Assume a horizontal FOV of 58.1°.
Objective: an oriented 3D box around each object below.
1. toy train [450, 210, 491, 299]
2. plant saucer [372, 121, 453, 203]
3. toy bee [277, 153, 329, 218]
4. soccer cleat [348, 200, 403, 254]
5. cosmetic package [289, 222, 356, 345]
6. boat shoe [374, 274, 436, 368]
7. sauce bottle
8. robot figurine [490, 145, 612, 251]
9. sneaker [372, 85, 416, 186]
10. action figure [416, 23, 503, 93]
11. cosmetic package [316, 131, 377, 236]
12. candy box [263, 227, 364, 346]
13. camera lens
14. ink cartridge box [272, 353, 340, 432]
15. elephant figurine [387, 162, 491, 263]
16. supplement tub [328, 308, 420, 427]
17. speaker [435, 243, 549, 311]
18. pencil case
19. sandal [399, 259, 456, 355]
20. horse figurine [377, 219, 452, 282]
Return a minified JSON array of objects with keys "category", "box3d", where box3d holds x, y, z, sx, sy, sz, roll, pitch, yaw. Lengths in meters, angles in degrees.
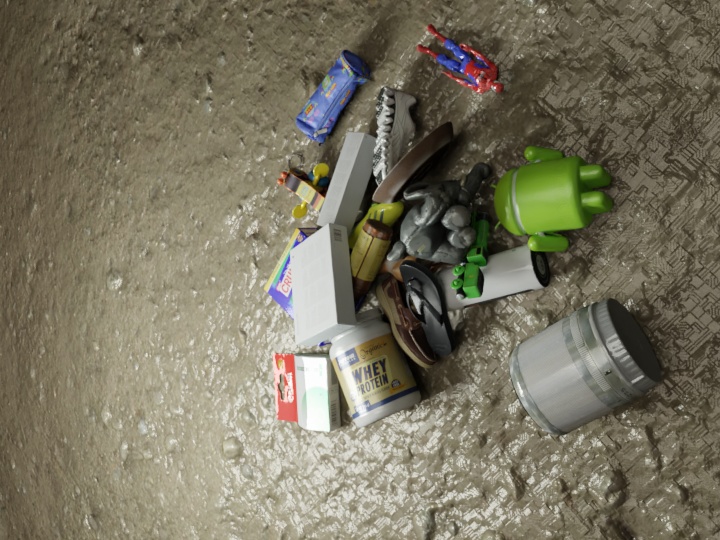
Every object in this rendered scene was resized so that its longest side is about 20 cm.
[{"category":"toy train","box3d":[0.199,-0.032,1.150,0.055,0.042,0.203,-10,45,28]},{"category":"plant saucer","box3d":[0.104,-0.189,1.189,0.032,0.200,0.200,45,118,5]},{"category":"toy bee","box3d":[-0.127,-0.177,1.407,0.197,0.108,0.134,21,106,33]},{"category":"soccer cleat","box3d":[0.023,-0.078,1.317,0.199,0.064,0.085,-30,62,44]},{"category":"cosmetic package","box3d":[-0.078,0.031,1.278,0.150,0.051,0.204,-27,61,46]},{"category":"boat shoe","box3d":[0.101,0.094,1.277,0.072,0.071,0.202,-41,62,28]},{"category":"sauce bottle","box3d":[0.000,0.000,1.270,0.066,0.065,0.203,37,113,28]},{"category":"robot figurine","box3d":[0.312,-0.123,1.080,0.197,0.115,0.180,-7,81,34]},{"category":"sneaker","box3d":[0.069,-0.256,1.260,0.075,0.079,0.205,158,118,-74]},{"category":"action figure","box3d":[0.189,-0.385,1.205,0.199,0.051,0.066,42,111,25]},{"category":"cosmetic package","box3d":[-0.023,-0.178,1.327,0.082,0.050,0.204,26,97,63]},{"category":"candy box","box3d":[-0.095,0.031,1.410,0.200,0.076,0.171,42,113,28]},{"category":"camera lens","box3d":[0.351,0.157,1.039,0.199,0.159,0.162,-37,71,31]},{"category":"ink cartridge box","box3d":[-0.136,0.272,1.471,0.197,0.050,0.165,-3,90,34]},{"category":"elephant figurine","box3d":[0.145,-0.108,1.157,0.152,0.202,0.144,15,126,-2]},{"category":"supplement tub","box3d":[0.022,0.192,1.291,0.143,0.143,0.203,-31,74,32]},{"category":"speaker","box3d":[0.233,0.014,1.168,0.197,0.081,0.083,-18,82,35]},{"category":"pencil case","box3d":[-0.060,-0.361,1.365,0.201,0.077,0.088,-50,36,27]},{"category":"sandal","box3d":[0.124,0.074,1.190,0.075,0.043,0.203,-4,116,49]},{"category":"horse figurine","box3d":[0.085,-0.026,1.262,0.199,0.050,0.134,28,83,50]}]
